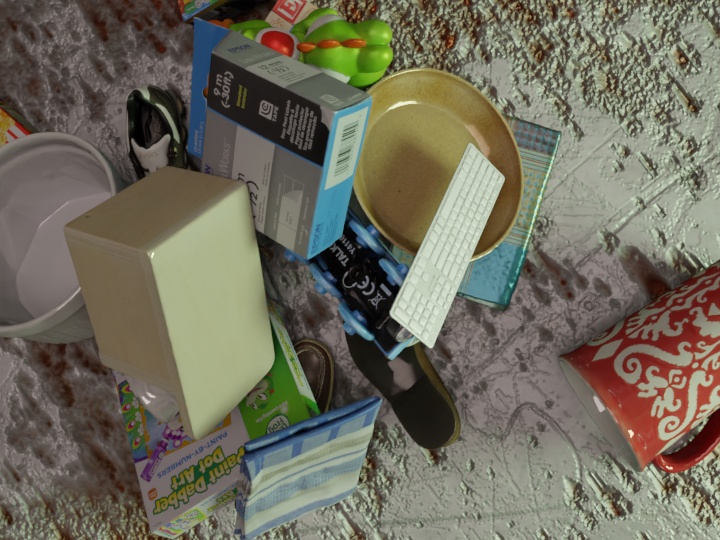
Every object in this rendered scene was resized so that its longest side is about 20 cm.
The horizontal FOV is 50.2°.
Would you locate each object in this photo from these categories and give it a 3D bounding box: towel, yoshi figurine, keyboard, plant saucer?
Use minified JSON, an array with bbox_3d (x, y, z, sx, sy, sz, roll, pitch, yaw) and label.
[{"bbox_3d":[0.120,-0.072,0.830,0.144,0.022,0.204,18,91,5],"label":"towel"},{"bbox_3d":[-0.055,-0.207,0.762,0.196,0.113,0.114,1,131,20],"label":"yoshi figurine"},{"bbox_3d":[-0.054,0.200,0.759,0.145,0.202,0.024,-17,56,-23],"label":"towel"},{"bbox_3d":[0.085,-0.028,0.725,0.056,0.011,0.202,41,62,-29],"label":"keyboard"},{"bbox_3d":[0.072,-0.102,0.775,0.196,0.035,0.204,5,76,-21],"label":"plant saucer"}]

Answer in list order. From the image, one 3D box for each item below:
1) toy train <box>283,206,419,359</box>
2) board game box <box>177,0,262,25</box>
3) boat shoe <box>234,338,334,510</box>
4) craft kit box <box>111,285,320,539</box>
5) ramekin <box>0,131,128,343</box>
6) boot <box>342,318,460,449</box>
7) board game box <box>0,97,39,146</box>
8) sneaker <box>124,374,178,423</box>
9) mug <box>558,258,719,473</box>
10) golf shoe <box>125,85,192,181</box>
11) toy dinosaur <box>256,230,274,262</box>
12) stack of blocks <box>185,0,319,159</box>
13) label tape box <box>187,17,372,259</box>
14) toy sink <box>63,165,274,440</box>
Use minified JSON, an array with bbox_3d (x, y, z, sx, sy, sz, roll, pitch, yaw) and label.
[{"bbox_3d":[0.000,0.000,0.771,0.087,0.114,0.200,-46,61,7],"label":"toy train"},{"bbox_3d":[-0.122,-0.375,0.804,0.197,0.056,0.168,-18,88,26],"label":"board game box"},{"bbox_3d":[-0.087,0.172,0.831,0.071,0.072,0.203,27,94,5],"label":"boat shoe"},{"bbox_3d":[-0.153,0.140,0.807,0.198,0.049,0.199,-33,59,6],"label":"craft kit box"},{"bbox_3d":[-0.303,-0.023,0.764,0.196,0.105,0.204,-5,69,13],"label":"ramekin"},{"bbox_3d":[0.044,0.100,0.824,0.073,0.075,0.202,-34,69,12],"label":"boot"},{"bbox_3d":[-0.402,-0.088,0.874,0.199,0.046,0.152,39,95,4],"label":"board game box"},{"bbox_3d":[-0.216,0.063,0.814,0.099,0.078,0.200,-34,59,-11],"label":"sneaker"},{"bbox_3d":[0.323,0.095,0.776,0.199,0.178,0.134,-35,51,2],"label":"mug"},{"bbox_3d":[-0.216,-0.100,0.831,0.076,0.094,0.204,-17,91,5],"label":"golf shoe"},{"bbox_3d":[-0.156,-0.028,0.820,0.199,0.058,0.101,-38,101,17],"label":"toy dinosaur"},{"bbox_3d":[-0.083,-0.181,0.830,0.114,0.059,0.202,33,94,5],"label":"stack of blocks"},{"bbox_3d":[-0.097,-0.122,0.695,0.198,0.066,0.145,28,127,19],"label":"label tape box"},{"bbox_3d":[-0.168,0.028,0.705,0.110,0.130,0.203,14,127,28],"label":"toy sink"}]
